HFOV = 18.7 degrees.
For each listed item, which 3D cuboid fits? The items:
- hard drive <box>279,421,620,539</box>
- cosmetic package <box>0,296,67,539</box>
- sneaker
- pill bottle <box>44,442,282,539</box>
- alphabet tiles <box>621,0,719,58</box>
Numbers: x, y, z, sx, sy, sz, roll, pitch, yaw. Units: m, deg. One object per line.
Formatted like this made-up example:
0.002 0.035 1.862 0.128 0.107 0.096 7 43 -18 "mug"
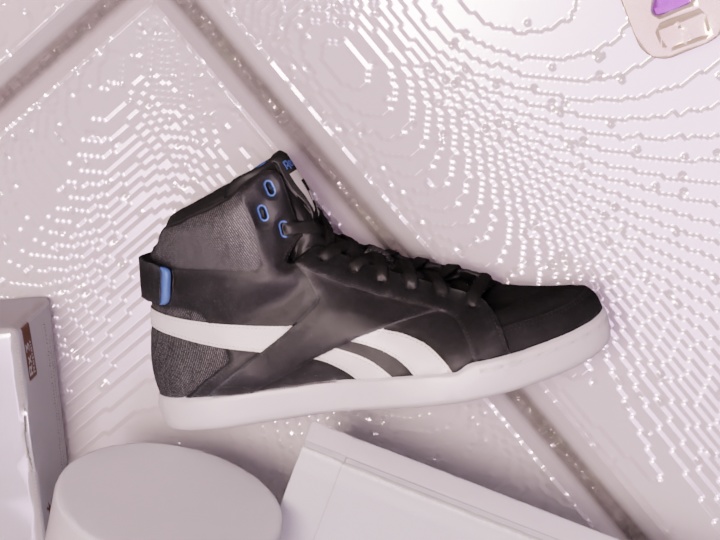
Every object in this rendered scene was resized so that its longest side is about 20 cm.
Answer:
0.053 0.151 0.953 0.199 0.026 0.132 21 130 1 "hard drive"
-0.234 0.073 0.969 0.199 0.074 0.102 -4 101 4 "cosmetic package"
0.000 0.000 0.930 0.199 0.073 0.112 -10 102 9 "sneaker"
-0.097 0.184 0.937 0.114 0.114 0.201 13 113 3 "pill bottle"
0.139 -0.198 0.908 0.199 0.015 0.196 -22 99 9 "alphabet tiles"
